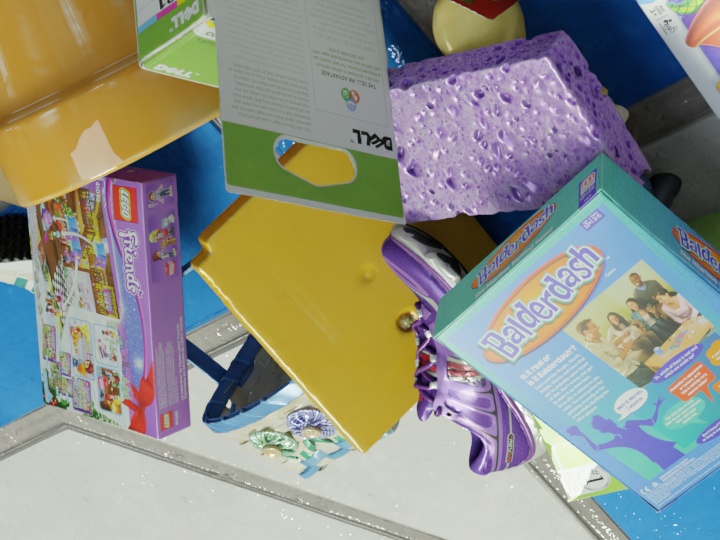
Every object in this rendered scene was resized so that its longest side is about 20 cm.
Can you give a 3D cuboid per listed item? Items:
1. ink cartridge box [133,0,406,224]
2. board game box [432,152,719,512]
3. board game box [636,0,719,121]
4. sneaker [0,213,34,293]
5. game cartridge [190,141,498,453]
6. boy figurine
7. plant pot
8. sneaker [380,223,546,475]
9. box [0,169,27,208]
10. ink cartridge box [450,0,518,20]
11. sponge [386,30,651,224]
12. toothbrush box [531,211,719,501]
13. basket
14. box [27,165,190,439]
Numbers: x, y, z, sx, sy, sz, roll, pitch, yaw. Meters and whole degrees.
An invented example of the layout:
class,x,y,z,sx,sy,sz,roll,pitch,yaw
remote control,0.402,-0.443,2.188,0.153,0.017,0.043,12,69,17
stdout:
class,x,y,z,sx,sy,sz,roll,pitch,yaw
ink cartridge box,-0.057,-0.123,0.969,0.147,0.203,0.075,9,158,-43
board game box,0.167,0.044,0.986,0.199,0.045,0.152,38,122,-16
board game box,0.263,-0.132,0.933,0.134,0.045,0.200,-22,117,42
sneaker,-0.258,0.010,1.351,0.197,0.071,0.094,1,125,25
game cartridge,0.000,0.000,1.134,0.200,0.176,0.032,49,172,-19
boy figurine,0.114,-0.102,1.035,0.200,0.065,0.124,46,150,-14
plant pot,-0.179,-0.170,1.060,0.199,0.200,0.185,-17,105,40
sneaker,0.064,0.061,1.114,0.083,0.081,0.201,-29,106,1
box,-0.290,-0.134,1.268,0.162,0.021,0.201,17,137,14
ink cartridge box,0.004,-0.213,0.918,0.198,0.163,0.058,22,108,6
sponge,0.074,-0.085,1.007,0.199,0.030,0.112,-4,131,46
toothbrush box,0.210,0.054,1.070,0.198,0.086,0.147,-16,113,21
basket,-0.060,0.055,1.230,0.200,0.140,0.176,44,137,-12
box,-0.196,0.018,1.235,0.136,0.039,0.203,12,110,38
